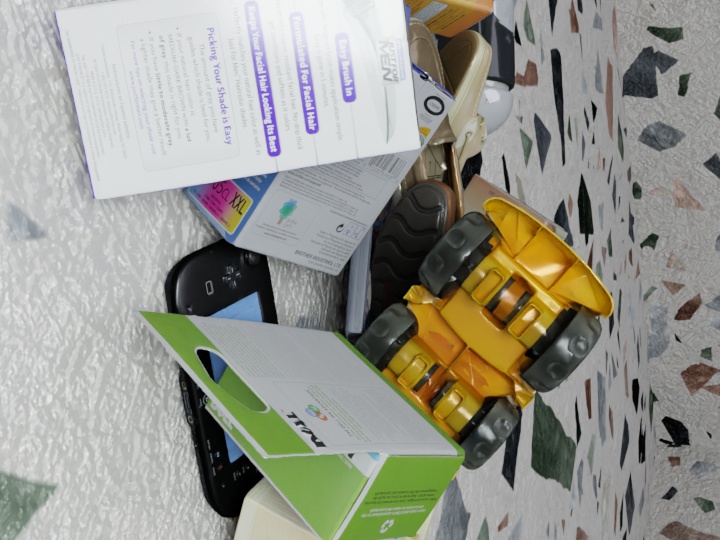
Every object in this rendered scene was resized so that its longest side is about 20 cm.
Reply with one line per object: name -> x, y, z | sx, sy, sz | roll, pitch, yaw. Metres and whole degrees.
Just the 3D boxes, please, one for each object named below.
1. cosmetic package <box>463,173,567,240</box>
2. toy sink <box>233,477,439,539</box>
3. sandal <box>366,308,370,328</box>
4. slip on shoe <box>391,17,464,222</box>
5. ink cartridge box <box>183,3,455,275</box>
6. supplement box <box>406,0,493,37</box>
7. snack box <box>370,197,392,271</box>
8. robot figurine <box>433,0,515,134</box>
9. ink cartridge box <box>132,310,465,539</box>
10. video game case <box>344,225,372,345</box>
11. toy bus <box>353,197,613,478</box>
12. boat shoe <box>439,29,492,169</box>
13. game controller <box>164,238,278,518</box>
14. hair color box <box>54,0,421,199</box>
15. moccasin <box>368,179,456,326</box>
cosmetic package -> 0.117, 0.014, 0.973 | 0.202, 0.103, 0.087 | -60, 154, 9
toy sink -> -0.011, 0.209, 0.727 | 0.200, 0.111, 0.132 | -32, 142, -63
sandal -> 0.029, 0.129, 0.908 | 0.087, 0.078, 0.203 | 5, 83, -67
slip on shoe -> 0.060, -0.125, 0.831 | 0.075, 0.060, 0.203 | -13, 107, -38
ink cartridge box -> -0.018, -0.106, 0.672 | 0.201, 0.076, 0.136 | -54, 149, 12
supplement box -> 0.023, -0.265, 0.812 | 0.198, 0.069, 0.068 | 2, 80, -32
snack box -> 0.038, -0.095, 0.911 | 0.072, 0.024, 0.203 | -154, -109, -71
robot figurine -> 0.116, -0.254, 1.068 | 0.149, 0.123, 0.203 | 2, 87, -55
ink cartridge box -> -0.048, 0.101, 0.591 | 0.199, 0.148, 0.076 | 13, 112, -51
video game case -> 0.000, 0.000, 0.824 | 0.200, 0.019, 0.145 | 97, -2, -78
toy bus -> 0.097, 0.050, 0.754 | 0.201, 0.135, 0.192 | -50, 173, 10
boat shoe -> 0.091, -0.142, 0.916 | 0.073, 0.064, 0.202 | -111, -146, -48
game controller -> -0.093, 0.077, 0.682 | 0.104, 0.042, 0.203 | -37, 122, -61
hair color box -> -0.069, -0.116, 0.553 | 0.065, 0.197, 0.111 | -112, -167, -74
moccasin -> 0.054, 0.014, 0.830 | 0.077, 0.073, 0.204 | -23, 125, -47
